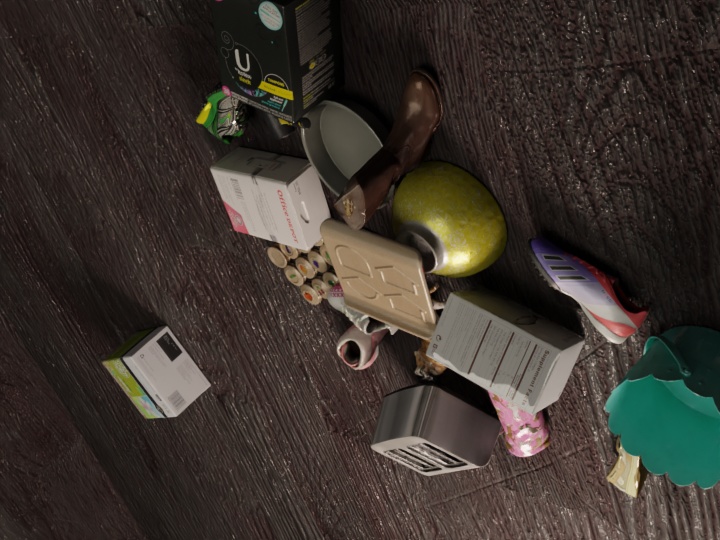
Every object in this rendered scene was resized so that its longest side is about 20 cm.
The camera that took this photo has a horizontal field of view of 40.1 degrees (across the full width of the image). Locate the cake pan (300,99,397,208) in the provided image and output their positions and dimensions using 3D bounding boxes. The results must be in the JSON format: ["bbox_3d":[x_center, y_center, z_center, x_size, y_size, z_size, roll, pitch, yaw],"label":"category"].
[{"bbox_3d":[-0.013,-0.192,1.591,0.200,0.037,0.200,32,145,26],"label":"cake pan"}]

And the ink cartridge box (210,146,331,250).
[{"bbox_3d":[-0.158,-0.131,1.783,0.200,0.083,0.147,16,135,39],"label":"ink cartridge box"}]

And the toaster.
[{"bbox_3d":[0.132,0.290,1.814,0.200,0.119,0.181,30,151,-21],"label":"toaster"}]

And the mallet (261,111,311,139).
[{"bbox_3d":[-0.119,-0.251,1.594,0.066,0.041,0.200,62,168,-11],"label":"mallet"}]

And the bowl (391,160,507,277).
[{"bbox_3d":[0.116,-0.058,1.535,0.200,0.108,0.200,29,143,24],"label":"bowl"}]

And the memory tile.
[{"bbox_3d":[-0.094,-0.011,1.899,0.153,0.017,0.200,52,147,-8],"label":"memory tile"}]

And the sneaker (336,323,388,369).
[{"bbox_3d":[-0.011,0.154,1.901,0.075,0.105,0.200,39,147,8],"label":"sneaker"}]

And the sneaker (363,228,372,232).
[{"bbox_3d":[0.000,0.000,1.710,0.200,0.121,0.084,21,139,34],"label":"sneaker"}]

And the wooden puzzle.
[{"bbox_3d":[0.037,0.007,1.557,0.185,0.046,0.200,21,146,28],"label":"wooden puzzle"}]

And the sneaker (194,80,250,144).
[{"bbox_3d":[-0.219,-0.286,1.712,0.085,0.078,0.200,42,156,-5],"label":"sneaker"}]

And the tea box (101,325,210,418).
[{"bbox_3d":[-0.532,0.267,2.567,0.197,0.134,0.200,-15,114,54],"label":"tea box"}]

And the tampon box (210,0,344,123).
[{"bbox_3d":[-0.124,-0.353,1.475,0.150,0.126,0.200,26,141,27],"label":"tampon box"}]

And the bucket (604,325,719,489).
[{"bbox_3d":[0.460,0.185,1.381,0.207,0.135,0.207,28,142,25],"label":"bucket"}]

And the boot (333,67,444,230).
[{"bbox_3d":[0.037,-0.170,1.419,0.064,0.200,0.187,29,143,24],"label":"boot"}]

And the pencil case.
[{"bbox_3d":[0.261,0.225,1.694,0.086,0.083,0.200,-18,118,11],"label":"pencil case"}]

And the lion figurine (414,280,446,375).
[{"bbox_3d":[0.126,0.099,1.735,0.122,0.072,0.200,22,128,60],"label":"lion figurine"}]

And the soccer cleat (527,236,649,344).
[{"bbox_3d":[0.327,0.014,1.428,0.200,0.068,0.073,46,123,7],"label":"soccer cleat"}]

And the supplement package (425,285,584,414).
[{"bbox_3d":[0.227,0.121,1.554,0.200,0.117,0.117,28,108,25],"label":"supplement package"}]

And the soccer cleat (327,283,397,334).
[{"bbox_3d":[0.001,0.072,1.802,0.200,0.086,0.070,3,146,45],"label":"soccer cleat"}]

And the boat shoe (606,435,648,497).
[{"bbox_3d":[0.429,0.289,1.584,0.063,0.073,0.201,20,146,27],"label":"boat shoe"}]
